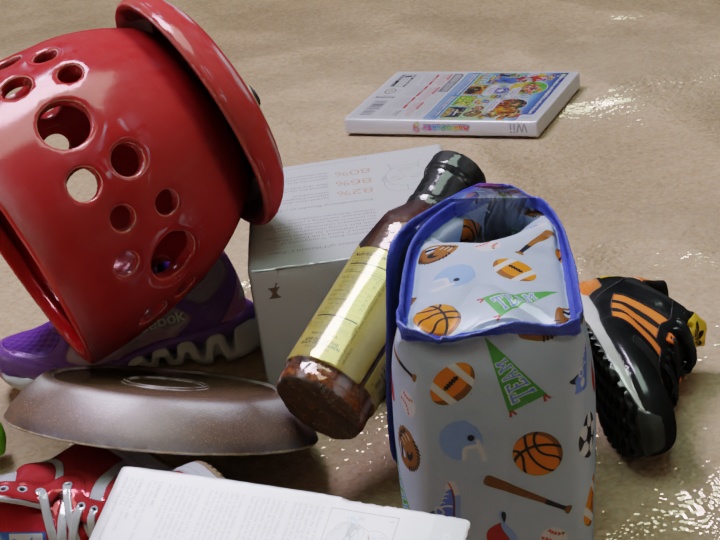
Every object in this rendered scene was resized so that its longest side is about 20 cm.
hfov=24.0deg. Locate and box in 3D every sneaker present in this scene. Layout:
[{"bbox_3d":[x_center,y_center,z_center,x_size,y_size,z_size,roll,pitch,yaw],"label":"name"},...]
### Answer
[{"bbox_3d":[-0.147,0.150,0.974,0.112,0.072,0.199,-19,18,-32],"label":"sneaker"},{"bbox_3d":[-0.172,0.029,1.233,0.198,0.089,0.081,-13,25,-8],"label":"sneaker"},{"bbox_3d":[0.186,0.050,1.087,0.089,0.071,0.200,-13,22,-2],"label":"sneaker"}]

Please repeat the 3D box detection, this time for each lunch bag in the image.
[{"bbox_3d":[0.074,0.061,0.981,0.122,0.172,0.201,0,26,6],"label":"lunch bag"}]

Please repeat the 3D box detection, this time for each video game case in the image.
[{"bbox_3d":[0.101,-0.165,1.661,0.198,0.018,0.143,3,26,25],"label":"video game case"}]

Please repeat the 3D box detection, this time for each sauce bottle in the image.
[{"bbox_3d":[0.020,0.011,1.058,0.065,0.066,0.201,10,52,35],"label":"sauce bottle"}]

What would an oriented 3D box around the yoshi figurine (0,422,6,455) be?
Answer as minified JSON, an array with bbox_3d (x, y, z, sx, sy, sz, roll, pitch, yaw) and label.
[{"bbox_3d":[-0.303,0.105,1.137,0.112,0.112,0.201,-43,30,24],"label":"yoshi figurine"}]

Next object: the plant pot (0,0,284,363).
[{"bbox_3d":[-0.165,-0.070,1.129,0.182,0.202,0.200,-37,32,-16],"label":"plant pot"}]

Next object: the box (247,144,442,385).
[{"bbox_3d":[0.000,0.000,1.216,0.150,0.108,0.200,-8,24,1],"label":"box"}]

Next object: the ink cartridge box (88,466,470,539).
[{"bbox_3d":[-0.056,0.185,0.837,0.198,0.050,0.163,7,51,19],"label":"ink cartridge box"}]

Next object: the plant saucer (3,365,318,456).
[{"bbox_3d":[-0.124,0.085,1.066,0.197,0.033,0.200,5,2,0],"label":"plant saucer"}]
